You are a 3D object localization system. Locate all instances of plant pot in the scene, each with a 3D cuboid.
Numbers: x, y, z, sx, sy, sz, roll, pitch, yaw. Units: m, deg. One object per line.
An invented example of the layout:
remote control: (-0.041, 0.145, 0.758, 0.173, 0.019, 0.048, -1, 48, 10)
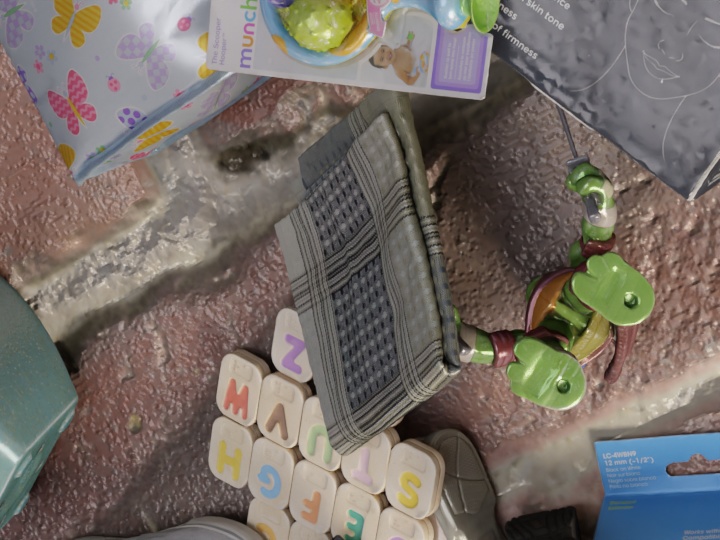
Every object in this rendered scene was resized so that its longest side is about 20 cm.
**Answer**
plant pot: (-0.324, 0.102, 1.622, 0.199, 0.196, 0.197, 32, 114, 3)

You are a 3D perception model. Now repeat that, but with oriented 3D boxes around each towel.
towel: (0.000, 0.000, 1.448, 0.193, 0.034, 0.202, 138, 125, -62)

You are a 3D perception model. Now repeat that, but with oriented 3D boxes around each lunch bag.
lunch bag: (-0.136, -0.180, 1.499, 0.199, 0.127, 0.170, -32, 88, 37)

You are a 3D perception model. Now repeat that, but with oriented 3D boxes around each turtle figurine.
turtle figurine: (0.099, 0.000, 1.395, 0.143, 0.194, 0.202, -19, 102, -3)

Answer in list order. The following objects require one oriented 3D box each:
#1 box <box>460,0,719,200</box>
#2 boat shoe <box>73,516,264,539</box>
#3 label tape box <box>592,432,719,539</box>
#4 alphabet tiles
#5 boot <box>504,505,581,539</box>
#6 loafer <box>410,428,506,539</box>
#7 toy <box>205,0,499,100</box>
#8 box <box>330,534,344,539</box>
box: (0.189, -0.187, 1.354, 0.200, 0.124, 0.197, 38, 117, 11)
boat shoe: (-0.158, 0.222, 1.636, 0.198, 0.068, 0.073, -2, 106, 30)
label tape box: (0.227, 0.211, 1.476, 0.142, 0.066, 0.202, -6, 103, 24)
alphabet tiles: (-0.027, 0.134, 1.560, 0.199, 0.015, 0.197, 25, 117, 33)
boot: (0.127, 0.239, 1.456, 0.069, 0.200, 0.133, -11, 96, 18)
loafer: (0.070, 0.209, 1.549, 0.063, 0.072, 0.202, -17, 91, 43)
toy: (-0.013, -0.171, 1.358, 0.198, 0.047, 0.116, 9, 94, 25)
box: (-0.015, 0.297, 1.576, 0.158, 0.051, 0.200, 46, 138, 6)
